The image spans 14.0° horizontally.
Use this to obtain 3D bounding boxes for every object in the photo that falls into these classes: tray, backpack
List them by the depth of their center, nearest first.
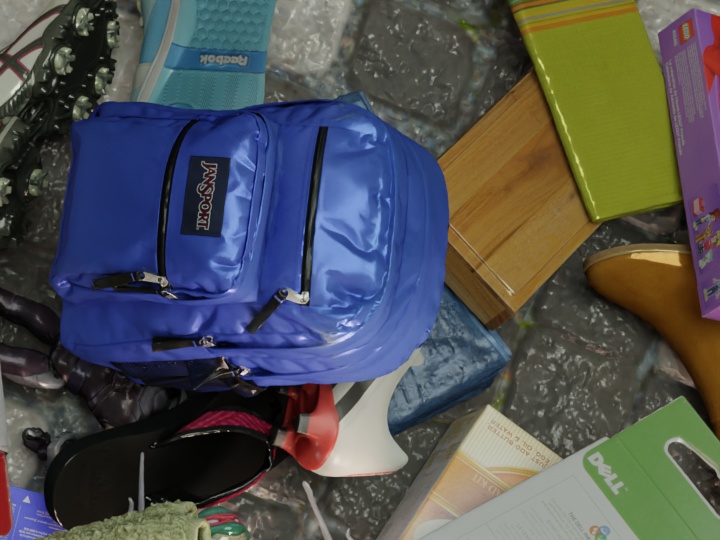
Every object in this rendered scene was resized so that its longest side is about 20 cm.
[{"bbox_3d":[-0.060,-0.013,1.608,0.199,0.168,0.163,2,81,20],"label":"backpack"},{"bbox_3d":[0.112,-0.063,1.801,0.099,0.037,0.200,47,55,-2],"label":"tray"}]

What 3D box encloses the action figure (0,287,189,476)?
[{"bbox_3d":[-0.177,0.049,1.711,0.200,0.069,0.130,27,65,-12],"label":"action figure"}]

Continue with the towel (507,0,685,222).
[{"bbox_3d":[0.143,-0.128,1.817,0.086,0.018,0.201,-13,75,-25],"label":"towel"}]

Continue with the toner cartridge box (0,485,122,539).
[{"bbox_3d":[-0.205,0.174,1.686,0.199,0.043,0.095,16,76,-11],"label":"toner cartridge box"}]

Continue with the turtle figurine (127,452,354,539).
[{"bbox_3d":[-0.066,0.199,1.643,0.149,0.101,0.201,-7,71,-17],"label":"turtle figurine"}]

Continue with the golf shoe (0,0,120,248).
[{"bbox_3d":[-0.209,-0.104,1.728,0.088,0.077,0.200,12,52,22],"label":"golf shoe"}]

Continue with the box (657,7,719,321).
[{"bbox_3d":[0.260,-0.055,1.817,0.136,0.039,0.201,13,59,-33],"label":"box"}]

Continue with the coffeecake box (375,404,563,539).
[{"bbox_3d":[0.074,0.208,1.737,0.153,0.073,0.200,36,72,-6],"label":"coffeecake box"}]

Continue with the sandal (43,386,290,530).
[{"bbox_3d":[-0.092,0.109,1.694,0.200,0.045,0.075,-20,122,-39],"label":"sandal"}]

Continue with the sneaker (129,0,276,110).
[{"bbox_3d":[-0.109,-0.148,1.769,0.079,0.131,0.201,9,108,-30],"label":"sneaker"}]

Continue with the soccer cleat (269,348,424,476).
[{"bbox_3d":[-0.001,0.024,1.718,0.085,0.069,0.201,13,72,-26],"label":"soccer cleat"}]

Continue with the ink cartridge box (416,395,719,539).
[{"bbox_3d":[0.130,0.166,1.672,0.200,0.059,0.104,-27,61,-18],"label":"ink cartridge box"}]

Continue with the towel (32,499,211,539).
[{"bbox_3d":[-0.140,0.208,1.584,0.036,0.200,0.149,-12,87,-50],"label":"towel"}]

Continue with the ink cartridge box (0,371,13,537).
[{"bbox_3d":[-0.302,0.073,1.613,0.199,0.084,0.176,-12,79,16],"label":"ink cartridge box"}]

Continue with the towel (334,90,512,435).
[{"bbox_3d":[0.000,0.000,1.777,0.111,0.049,0.200,-27,86,-18],"label":"towel"}]

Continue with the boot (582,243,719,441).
[{"bbox_3d":[0.227,0.069,1.807,0.200,0.071,0.145,13,68,-19],"label":"boot"}]
